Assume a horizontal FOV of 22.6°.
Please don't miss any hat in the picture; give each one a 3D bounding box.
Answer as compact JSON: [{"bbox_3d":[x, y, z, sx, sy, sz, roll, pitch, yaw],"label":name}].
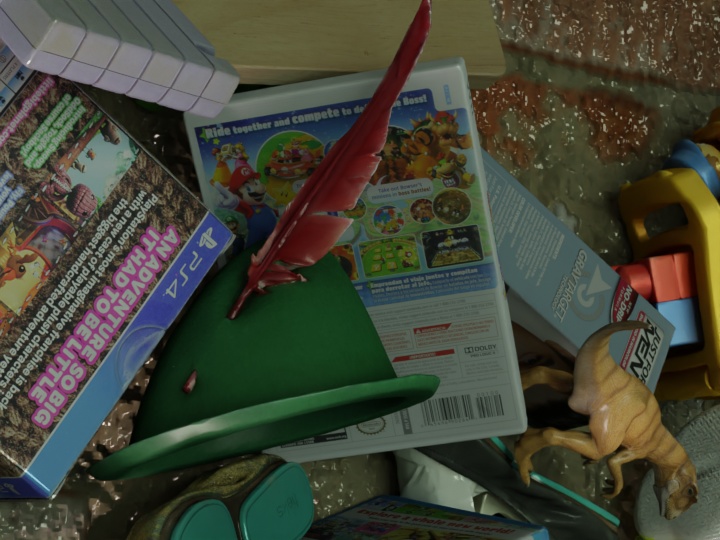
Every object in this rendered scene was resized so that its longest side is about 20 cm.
[{"bbox_3d":[-0.054,-0.007,0.878,0.198,0.166,0.178,-13,81,-13],"label":"hat"}]

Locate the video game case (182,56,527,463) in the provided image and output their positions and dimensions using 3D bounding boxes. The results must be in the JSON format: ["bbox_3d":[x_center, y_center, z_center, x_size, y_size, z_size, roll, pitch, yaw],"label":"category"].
[{"bbox_3d":[0.000,0.000,0.919,0.018,0.142,0.202,-76,156,-67],"label":"video game case"}]

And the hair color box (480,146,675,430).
[{"bbox_3d":[0.069,0.007,0.998,0.200,0.099,0.061,40,55,-22],"label":"hair color box"}]

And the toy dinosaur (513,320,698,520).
[{"bbox_3d":[0.126,0.066,0.952,0.200,0.105,0.061,53,31,-49],"label":"toy dinosaur"}]

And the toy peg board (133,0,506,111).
[{"bbox_3d":[-0.049,-0.175,0.967,0.199,0.098,0.201,-2,69,-33],"label":"toy peg board"}]

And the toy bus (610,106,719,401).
[{"bbox_3d":[0.217,-0.013,1.096,0.190,0.136,0.202,-4,84,-17],"label":"toy bus"}]

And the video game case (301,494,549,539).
[{"bbox_3d":[-0.024,0.159,0.895,0.199,0.143,0.018,-18,101,-33],"label":"video game case"}]

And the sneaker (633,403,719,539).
[{"bbox_3d":[0.209,0.181,1.084,0.105,0.076,0.201,26,89,-39],"label":"sneaker"}]

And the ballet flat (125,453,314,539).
[{"bbox_3d":[-0.079,0.134,0.858,0.200,0.070,0.071,-25,100,-73],"label":"ballet flat"}]

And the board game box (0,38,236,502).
[{"bbox_3d":[-0.189,-0.016,0.838,0.200,0.097,0.160,44,63,-21],"label":"board game box"}]

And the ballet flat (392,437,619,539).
[{"bbox_3d":[0.068,0.123,1.009,0.200,0.068,0.069,38,77,-23],"label":"ballet flat"}]

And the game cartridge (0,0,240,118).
[{"bbox_3d":[-0.154,-0.147,0.822,0.129,0.039,0.200,5,36,-52],"label":"game cartridge"}]
